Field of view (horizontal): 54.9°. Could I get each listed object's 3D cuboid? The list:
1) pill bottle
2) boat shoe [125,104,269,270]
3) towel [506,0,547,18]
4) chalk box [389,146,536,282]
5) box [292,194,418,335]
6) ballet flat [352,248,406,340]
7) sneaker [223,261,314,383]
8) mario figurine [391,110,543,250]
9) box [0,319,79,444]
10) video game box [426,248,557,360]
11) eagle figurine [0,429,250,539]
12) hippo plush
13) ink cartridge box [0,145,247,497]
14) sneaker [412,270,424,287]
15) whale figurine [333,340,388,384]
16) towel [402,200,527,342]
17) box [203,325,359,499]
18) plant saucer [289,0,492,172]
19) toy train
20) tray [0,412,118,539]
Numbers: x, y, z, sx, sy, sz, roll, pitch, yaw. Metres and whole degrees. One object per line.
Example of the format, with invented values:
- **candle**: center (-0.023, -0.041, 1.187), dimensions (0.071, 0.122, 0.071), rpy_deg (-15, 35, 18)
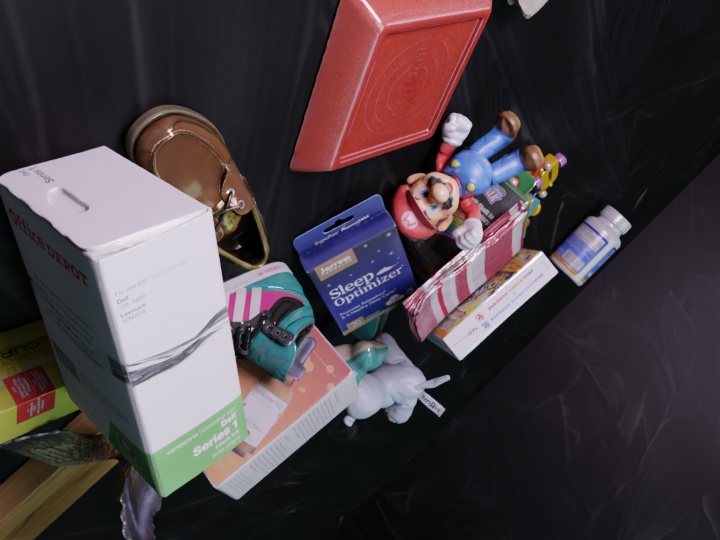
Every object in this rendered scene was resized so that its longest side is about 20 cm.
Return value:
- **pill bottle**: center (0.593, -0.067, 1.783), dimensions (0.200, 0.112, 0.112), rpy_deg (-47, 159, 9)
- **boat shoe**: center (-0.120, -0.061, 0.577), dimensions (0.072, 0.068, 0.200), rpy_deg (-40, 158, -3)
- **towel**: center (0.175, -0.332, 0.647), dimensions (0.133, 0.034, 0.200), rpy_deg (-48, 158, 7)
- **chalk box**: center (0.151, -0.074, 0.962), dimensions (0.200, 0.125, 0.124), rpy_deg (-40, 159, -6)
- **box**: center (0.000, 0.000, 0.870), dimensions (0.120, 0.033, 0.200), rpy_deg (-28, 143, -2)
- **ballet flat**: center (0.027, 0.016, 1.003), dimensions (0.073, 0.073, 0.201), rpy_deg (-26, 147, -37)
- **sneaker**: center (-0.127, 0.078, 0.753), dimensions (0.199, 0.121, 0.084), rpy_deg (-28, 155, -33)
- **mario figurine**: center (0.125, -0.109, 0.831), dimensions (0.199, 0.124, 0.106), rpy_deg (-35, 140, -8)
- **box**: center (-0.277, 0.089, 0.573), dimensions (0.199, 0.075, 0.050), rpy_deg (-21, 150, -43)
- **video game box**: center (0.170, 0.038, 1.015), dimensions (0.182, 0.047, 0.200), rpy_deg (-43, -170, -4)
- **eagle figurine**: center (-0.225, 0.171, 0.661), dimensions (0.151, 0.152, 0.200), rpy_deg (-8, -161, 23)
- **hippo plush**: center (0.026, 0.224, 1.234), dimensions (0.160, 0.200, 0.160), rpy_deg (-17, 126, -34)
- **ink cartridge box**: center (-0.162, 0.032, 0.487), dimensions (0.084, 0.146, 0.201), rpy_deg (-29, 133, -36)
- **sneaker**: center (0.106, 0.010, 1.131), dimensions (0.081, 0.073, 0.201), rpy_deg (-12, 135, -39)
- **whale figurine**: center (-0.046, 0.172, 1.039), dimensions (0.199, 0.104, 0.159), rpy_deg (-26, 164, 18)
- **towel**: center (0.140, 0.008, 0.898), dimensions (0.200, 0.023, 0.144), rpy_deg (-41, 158, -6)
- **box**: center (-0.125, 0.146, 0.842), dimensions (0.200, 0.152, 0.107), rpy_deg (-39, 158, -13)
- **plant saucer**: center (0.038, -0.185, 0.674), dimensions (0.199, 0.037, 0.200), rpy_deg (-25, 152, -39)
- **toy train**: center (0.261, -0.135, 1.148), dimensions (0.150, 0.056, 0.201), rpy_deg (-29, 152, -30)
- **tray**: center (-0.333, 0.227, 0.784), dimensions (0.200, 0.037, 0.099), rpy_deg (-42, 159, -3)
